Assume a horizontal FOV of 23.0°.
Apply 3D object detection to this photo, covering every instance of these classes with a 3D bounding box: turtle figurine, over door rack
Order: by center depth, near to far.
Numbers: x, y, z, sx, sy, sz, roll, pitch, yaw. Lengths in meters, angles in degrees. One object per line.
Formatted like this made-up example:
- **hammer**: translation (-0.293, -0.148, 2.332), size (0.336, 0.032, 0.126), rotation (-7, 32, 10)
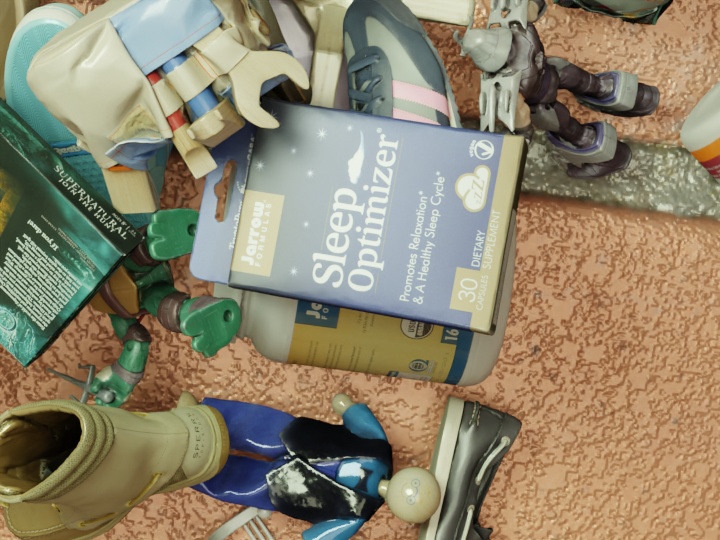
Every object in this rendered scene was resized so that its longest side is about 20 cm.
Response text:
- **turtle figurine**: translation (-0.170, 0.012, 1.198), size (0.150, 0.200, 0.101), rotation (54, 53, -24)
- **over door rack**: translation (-0.110, 0.280, 1.301), size (0.200, 0.067, 0.148), rotation (-33, 95, 0)

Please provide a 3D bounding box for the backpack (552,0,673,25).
- **backpack**: translation (0.172, -0.263, 1.201), size (0.153, 0.200, 0.176), rotation (12, 95, -4)

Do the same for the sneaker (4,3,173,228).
- **sneaker**: translation (-0.180, -0.128, 1.214), size (0.079, 0.131, 0.200), rotation (0, 137, 11)

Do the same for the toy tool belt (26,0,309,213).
- **toy tool belt**: translation (-0.093, -0.122, 1.067), size (0.200, 0.125, 0.123), rotation (-27, 109, 16)

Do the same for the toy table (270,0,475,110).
- **toy table**: translation (-0.017, -0.197, 1.238), size (0.183, 0.117, 0.200), rotation (-2, 96, -3)

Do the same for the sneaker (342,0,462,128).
- **sneaker**: translation (0.018, -0.084, 1.135), size (0.082, 0.070, 0.200), rotation (-14, 81, -36)

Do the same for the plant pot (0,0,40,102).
- **plant pot**: translation (-0.299, -0.193, 1.218), size (0.200, 0.093, 0.201), rotation (7, 113, 17)

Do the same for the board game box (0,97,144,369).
- **board game box**: translation (-0.247, -0.047, 1.126), size (0.200, 0.028, 0.135), rotation (45, 127, -2)

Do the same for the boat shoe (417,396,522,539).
- **boat shoe**: translation (0.075, 0.196, 1.302), size (0.063, 0.073, 0.200), rotation (10, 90, -1)

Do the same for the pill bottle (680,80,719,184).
- **pill bottle**: translation (0.334, -0.063, 1.274), size (0.110, 0.110, 0.200), rotation (-45, 96, 1)

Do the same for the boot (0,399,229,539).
- **boot**: translation (-0.209, 0.140, 1.211), size (0.200, 0.155, 0.073), rotation (-23, 72, 31)

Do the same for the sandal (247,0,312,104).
- **sandal**: translation (-0.075, -0.195, 1.141), size (0.055, 0.082, 0.200), rotation (-31, 96, -15)

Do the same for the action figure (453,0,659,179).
- **action figure**: translation (0.124, -0.125, 1.225), size (0.200, 0.069, 0.130), rotation (24, 78, -47)

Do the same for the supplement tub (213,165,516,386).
- **supplement tub**: translation (0.000, 0.000, 1.242), size (0.200, 0.145, 0.145), rotation (7, 95, -4)

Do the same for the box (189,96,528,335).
- **box**: translation (-0.006, -0.037, 1.090), size (0.200, 0.032, 0.121), rotation (9, 87, 13)

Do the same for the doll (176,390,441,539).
- **doll**: translation (-0.040, 0.148, 1.273), size (0.200, 0.048, 0.137), rotation (11, 68, 9)
